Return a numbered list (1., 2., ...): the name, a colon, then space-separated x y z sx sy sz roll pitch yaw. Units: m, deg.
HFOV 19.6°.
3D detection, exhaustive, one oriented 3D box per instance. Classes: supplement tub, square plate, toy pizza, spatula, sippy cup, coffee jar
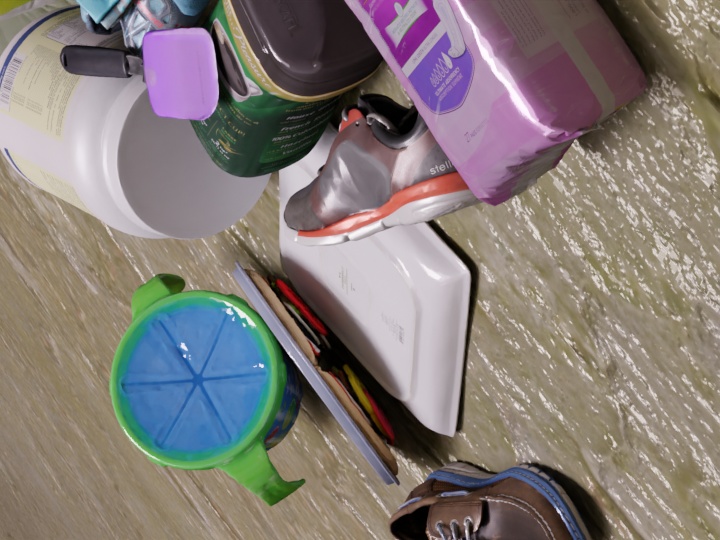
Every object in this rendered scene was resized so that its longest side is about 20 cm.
1. supplement tub: -0.161 -0.104 1.471 0.200 0.145 0.145 26 141 54
2. square plate: 0.000 0.000 1.418 0.198 0.028 0.200 47 156 28
3. toy pizza: -0.025 0.069 1.511 0.200 0.032 0.200 53 178 3
4. spatula: -0.145 -0.128 1.325 0.200 0.021 0.057 15 115 58
5. sippy cup: -0.107 0.091 1.614 0.130 0.139 0.178 32 -121 -71
6. coffee jar: -0.048 -0.135 1.271 0.104 0.085 0.200 65 159 7

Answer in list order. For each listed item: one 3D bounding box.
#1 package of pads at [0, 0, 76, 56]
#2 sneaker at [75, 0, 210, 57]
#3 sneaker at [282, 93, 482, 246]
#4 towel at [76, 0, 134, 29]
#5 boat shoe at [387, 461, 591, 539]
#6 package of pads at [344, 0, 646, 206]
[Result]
1. package of pads: -0.321 -0.197 1.621 0.154 0.200 0.068 22 134 57
2. sneaker: -0.173 -0.208 1.392 0.200 0.079 0.096 46 119 42
3. sneaker: 0.014 -0.066 1.260 0.200 0.077 0.082 -13 96 55
4. towel: -0.160 -0.257 1.272 0.147 0.022 0.200 42 129 -4
5. boat shoe: 0.084 0.177 1.404 0.072 0.072 0.200 62 158 -8
6. package of pads: 0.052 -0.141 1.064 0.200 0.076 0.121 57 155 4
